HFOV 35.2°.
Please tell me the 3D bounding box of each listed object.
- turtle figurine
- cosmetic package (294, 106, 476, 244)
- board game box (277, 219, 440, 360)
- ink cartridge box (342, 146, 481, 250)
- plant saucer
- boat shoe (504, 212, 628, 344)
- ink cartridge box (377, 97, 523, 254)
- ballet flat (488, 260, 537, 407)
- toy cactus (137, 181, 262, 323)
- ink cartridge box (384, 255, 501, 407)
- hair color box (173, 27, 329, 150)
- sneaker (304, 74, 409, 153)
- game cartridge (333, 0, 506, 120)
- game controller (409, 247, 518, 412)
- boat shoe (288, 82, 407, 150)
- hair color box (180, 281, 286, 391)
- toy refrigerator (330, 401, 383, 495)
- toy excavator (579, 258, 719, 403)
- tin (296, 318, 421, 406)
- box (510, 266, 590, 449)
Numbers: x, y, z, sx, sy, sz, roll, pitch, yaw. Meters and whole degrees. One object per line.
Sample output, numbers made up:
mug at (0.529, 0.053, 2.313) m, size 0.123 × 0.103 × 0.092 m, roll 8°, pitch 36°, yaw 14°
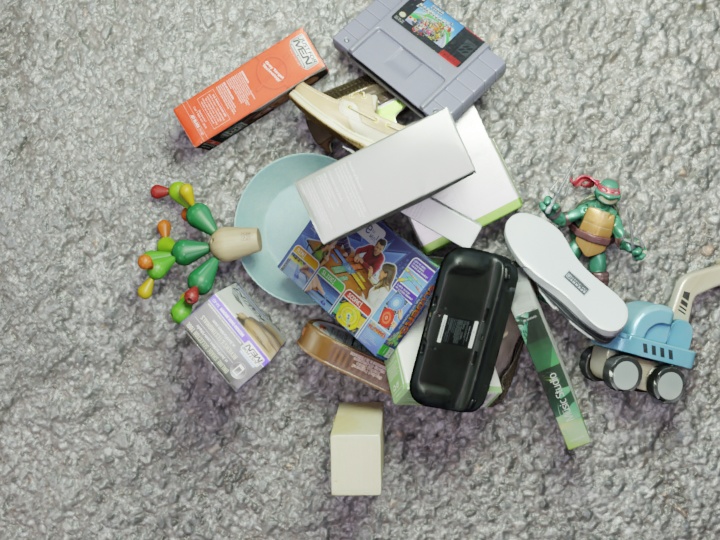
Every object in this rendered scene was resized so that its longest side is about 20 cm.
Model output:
turtle figurine at (0.306, -0.045, 1.491) m, size 0.148 × 0.101 × 0.203 m, roll 20°, pitch 113°, yaw 18°
cosmetic package at (0.031, -0.108, 1.322) m, size 0.198 × 0.107 × 0.091 m, roll -28°, pitch 90°, yaw 3°
board game box at (0.000, 0.000, 1.451) m, size 0.200 × 0.034 × 0.136 m, roll 41°, pitch 97°, yaw 31°
ink cartridge box at (0.059, -0.090, 1.423) m, size 0.198 × 0.099 × 0.040 m, roll 31°, pitch 97°, yaw 3°
plant saucer at (-0.071, -0.056, 1.537) m, size 0.197 × 0.039 × 0.205 m, roll 0°, pitch 94°, yaw 2°
boat shoe at (0.256, 0.013, 1.451) m, size 0.072 × 0.068 × 0.200 m, roll -40°, pitch 75°, yaw -22°
ink cartridge box at (0.108, -0.143, 1.505) m, size 0.146 × 0.076 × 0.202 m, roll -26°, pitch 90°, yaw 5°
ballet flat at (0.195, 0.087, 1.532) m, size 0.066 × 0.046 × 0.203 m, roll 15°, pitch 95°, yaw 0°
toy cactus at (-0.213, -0.036, 1.491) m, size 0.162 × 0.103 × 0.203 m, roll -9°, pitch 57°, yaw 7°
ink cartridge box at (0.094, 0.077, 1.483) m, size 0.143 × 0.048 × 0.202 m, roll 5°, pitch 55°, yaw -27°
hair color box at (-0.140, -0.236, 1.494) m, size 0.198 × 0.102 × 0.062 m, roll -32°, pitch 92°, yaw 5°
sneaker at (0.024, -0.221, 1.516) m, size 0.197 × 0.071 × 0.076 m, roll -18°, pitch 118°, yaw 3°
game cartridge at (0.076, -0.280, 1.462) m, size 0.200 × 0.038 × 0.130 m, roll 41°, pitch 80°, yaw 22°
game controller at (0.126, 0.074, 1.386) m, size 0.103 × 0.042 × 0.203 m, roll 13°, pitch 98°, yaw -13°
boat shoe at (0.004, -0.190, 1.444) m, size 0.198 × 0.074 × 0.070 m, roll 32°, pitch 90°, yaw 3°
hair color box at (-0.159, 0.081, 1.470) m, size 0.065 × 0.200 × 0.110 m, roll -40°, pitch 92°, yaw 5°
toy refrigerator at (-0.005, 0.228, 1.475) m, size 0.069 × 0.200 × 0.077 m, roll -1°, pitch 95°, yaw 3°
toy excavator at (0.405, 0.068, 1.496) m, size 0.192 × 0.100 × 0.203 m, roll 13°, pitch 92°, yaw -13°
tin at (0.011, 0.121, 1.510) m, size 0.198 × 0.112 × 0.042 m, roll 25°, pitch 94°, yaw -1°
box at (0.238, 0.110, 1.460) m, size 0.036 × 0.145 × 0.202 m, roll -22°, pitch 109°, yaw 10°
